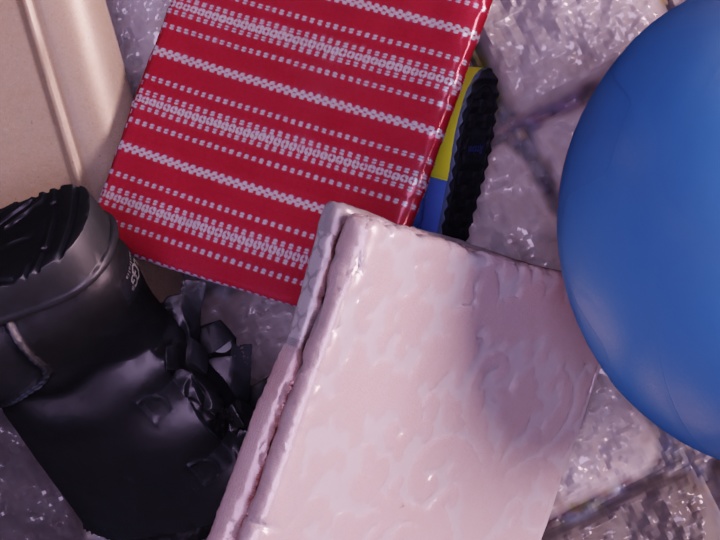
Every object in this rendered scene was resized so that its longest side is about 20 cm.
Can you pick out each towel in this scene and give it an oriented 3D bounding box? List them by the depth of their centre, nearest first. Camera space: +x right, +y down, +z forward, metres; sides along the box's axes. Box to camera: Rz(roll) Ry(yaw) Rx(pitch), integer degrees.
[{"bbox_3d":[0.018,0.080,1.109,0.032,0.200,0.192,20,92,37],"label":"towel"},{"bbox_3d":[-0.022,-0.086,1.148,0.144,0.022,0.201,17,82,26],"label":"towel"}]

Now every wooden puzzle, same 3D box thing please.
[{"bbox_3d":[-0.193,-0.044,1.185,0.199,0.037,0.186,-15,106,1],"label":"wooden puzzle"}]

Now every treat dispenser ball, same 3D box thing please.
[{"bbox_3d":[0.177,-0.019,1.082,0.200,0.201,0.202,0,92,5],"label":"treat dispenser ball"}]

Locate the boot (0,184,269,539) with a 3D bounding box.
[{"bbox_3d":[-0.140,0.054,1.158,0.198,0.074,0.163,-18,129,25],"label":"boot"}]

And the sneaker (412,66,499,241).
[{"bbox_3d":[0.000,0.000,1.172,0.078,0.066,0.201,13,92,16],"label":"sneaker"}]
